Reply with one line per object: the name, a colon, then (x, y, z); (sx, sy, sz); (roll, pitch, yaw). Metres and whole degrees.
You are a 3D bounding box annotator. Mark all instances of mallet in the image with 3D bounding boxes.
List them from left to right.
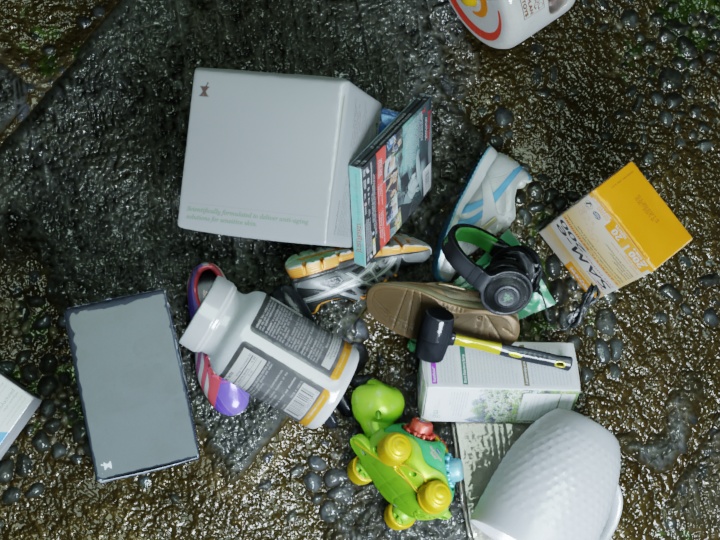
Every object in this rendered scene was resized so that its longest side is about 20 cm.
mallet: (0.165, 0.105, 1.336); (0.199, 0.041, 0.066); (19, 114, -7)

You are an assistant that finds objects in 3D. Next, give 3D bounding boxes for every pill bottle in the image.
pill bottle: (-0.111, 0.097, 1.291); (0.199, 0.116, 0.117); (32, 78, -7)

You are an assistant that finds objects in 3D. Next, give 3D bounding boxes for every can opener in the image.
can opener: (-0.076, 0.115, 1.381); (0.063, 0.079, 0.201); (-27, 93, -19)

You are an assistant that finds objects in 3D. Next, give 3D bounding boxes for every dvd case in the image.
dvd case: (0.042, -0.118, 1.358); (0.022, 0.147, 0.200); (16, 42, 24)

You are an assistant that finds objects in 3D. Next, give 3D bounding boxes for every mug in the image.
mug: (0.257, 0.282, 1.328); (0.200, 0.147, 0.176); (40, 73, -31)

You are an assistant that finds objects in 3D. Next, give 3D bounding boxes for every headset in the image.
headset: (0.198, 0.001, 1.334); (0.200, 0.123, 0.094); (37, 117, 5)

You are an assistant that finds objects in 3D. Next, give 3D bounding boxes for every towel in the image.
towel: (0.194, 0.268, 1.402); (0.132, 0.034, 0.201); (-5, 80, -10)

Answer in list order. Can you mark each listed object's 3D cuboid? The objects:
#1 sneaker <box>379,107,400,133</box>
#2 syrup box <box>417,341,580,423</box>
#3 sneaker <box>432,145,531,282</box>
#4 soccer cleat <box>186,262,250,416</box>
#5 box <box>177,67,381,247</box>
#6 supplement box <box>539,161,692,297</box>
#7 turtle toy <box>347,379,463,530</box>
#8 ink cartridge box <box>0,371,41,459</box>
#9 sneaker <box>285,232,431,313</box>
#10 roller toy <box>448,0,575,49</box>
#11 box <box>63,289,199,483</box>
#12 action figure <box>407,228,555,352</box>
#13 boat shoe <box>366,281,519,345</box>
sneaker: (-0.014, -0.190, 1.444); (0.199, 0.066, 0.079); (9, 89, -5)
syrup box: (0.175, 0.144, 1.377); (0.199, 0.079, 0.082); (2, 49, -2)
sneaker: (0.161, -0.068, 1.435); (0.080, 0.077, 0.201); (29, 79, -1)
soccer cleat: (-0.184, 0.088, 1.363); (0.068, 0.073, 0.201); (-10, 81, -10)
box: (-0.097, -0.136, 1.322); (0.198, 0.171, 0.201); (7, 91, 15)
supplement box: (0.327, -0.046, 1.389); (0.073, 0.200, 0.126); (-36, 85, -15)
turtle toy: (0.053, 0.231, 1.346); (0.101, 0.146, 0.200); (-37, 85, -32)
ink cartridge box: (-0.513, 0.150, 1.313); (0.199, 0.068, 0.115); (34, 77, 0)
sneaker: (0.000, 0.000, 1.411); (0.199, 0.078, 0.078); (-13, 106, -12)
roller toy: (0.193, -0.403, 1.441); (0.139, 0.200, 0.183); (-34, 92, -11)
box: (-0.270, 0.143, 1.280); (0.123, 0.197, 0.201); (-12, 82, -9)
action figure: (0.146, 0.049, 1.424); (0.199, 0.055, 0.118); (-33, 87, -5)
boat shoe: (0.106, 0.051, 1.371); (0.199, 0.065, 0.072); (15, 118, 0)
